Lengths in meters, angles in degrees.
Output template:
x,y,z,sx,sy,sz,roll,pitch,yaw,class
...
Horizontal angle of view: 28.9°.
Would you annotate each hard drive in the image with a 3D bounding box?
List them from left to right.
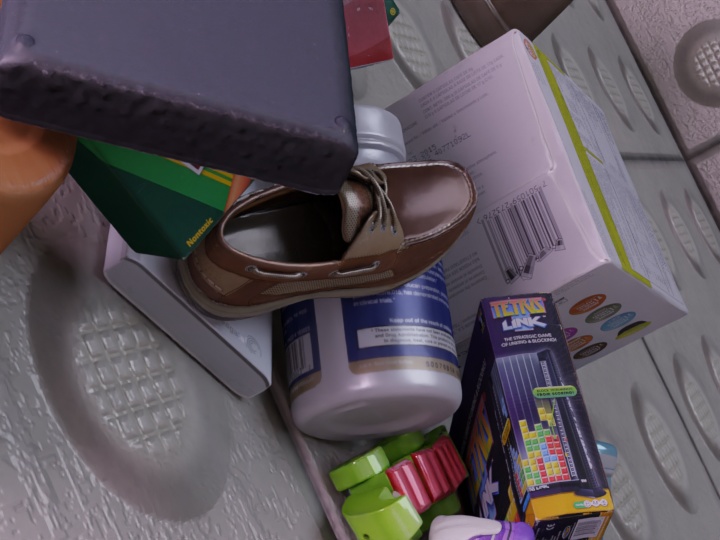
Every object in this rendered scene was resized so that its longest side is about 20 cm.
x,y,z,sx,sy,sz,roll,pitch,yaw,class
-0.074,-0.125,0.581,0.138,0.033,0.202,13,44,-19,hard drive
-0.101,-0.034,0.882,0.132,0.026,0.201,46,27,-35,hard drive

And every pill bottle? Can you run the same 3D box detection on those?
x,y,z,sx,sy,sz,roll,pitch,yaw,class
0.000,0.000,0.914,0.111,0.110,0.203,26,52,-55,pill bottle

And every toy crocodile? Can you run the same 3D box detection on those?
x,y,z,sx,sy,sz,roll,pitch,yaw,class
0.034,0.142,0.931,0.068,0.061,0.200,64,22,5,toy crocodile

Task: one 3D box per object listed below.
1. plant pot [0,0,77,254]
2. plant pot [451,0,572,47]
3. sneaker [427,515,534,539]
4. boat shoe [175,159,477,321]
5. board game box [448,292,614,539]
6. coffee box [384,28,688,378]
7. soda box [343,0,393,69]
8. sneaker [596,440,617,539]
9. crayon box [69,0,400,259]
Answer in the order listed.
x,y,z,sx,sy,sz,roll,pitch,yaw,class
-0.203,-0.056,0.535,0.200,0.139,0.201,48,26,-33,plant pot
0.209,-0.394,1.781,0.200,0.172,0.201,47,26,-31,plant pot
0.094,0.242,0.878,0.081,0.082,0.202,-70,151,-57,sneaker
-0.009,-0.025,0.816,0.198,0.072,0.076,-21,76,-29,boat shoe
0.111,0.141,0.972,0.201,0.056,0.167,96,-15,-53,board game box
0.111,-0.027,1.111,0.197,0.198,0.202,23,43,-58,coffee box
-0.080,-0.115,0.664,0.198,0.063,0.071,-18,103,-38,soda box
0.157,0.206,1.132,0.200,0.078,0.132,66,35,-75,sneaker
-0.093,-0.139,0.731,0.201,0.058,0.173,-51,123,-24,crayon box
